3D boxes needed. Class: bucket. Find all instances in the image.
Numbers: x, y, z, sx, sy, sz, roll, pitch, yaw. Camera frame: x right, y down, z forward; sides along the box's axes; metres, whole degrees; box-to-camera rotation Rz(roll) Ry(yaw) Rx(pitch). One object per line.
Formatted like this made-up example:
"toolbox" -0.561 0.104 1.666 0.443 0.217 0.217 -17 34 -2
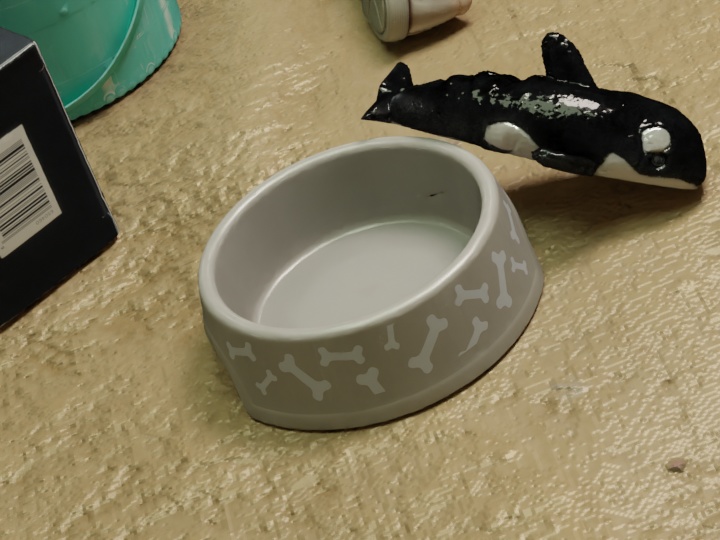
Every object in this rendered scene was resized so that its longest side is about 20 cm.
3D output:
"bucket" -0.225 -0.198 1.717 0.206 0.135 0.208 -15 35 11

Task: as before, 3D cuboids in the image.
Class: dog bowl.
"dog bowl" 0.000 0.000 1.406 0.199 0.059 0.201 -15 36 11

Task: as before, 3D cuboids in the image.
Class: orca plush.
"orca plush" 0.104 -0.101 1.434 0.199 0.072 0.105 17 12 32

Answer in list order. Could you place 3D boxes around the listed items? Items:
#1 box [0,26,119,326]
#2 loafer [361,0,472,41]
"box" -0.266 -0.076 1.568 0.107 0.149 0.199 -40 39 -25
"loafer" 0.019 -0.218 1.687 0.062 0.072 0.200 -9 40 -11
